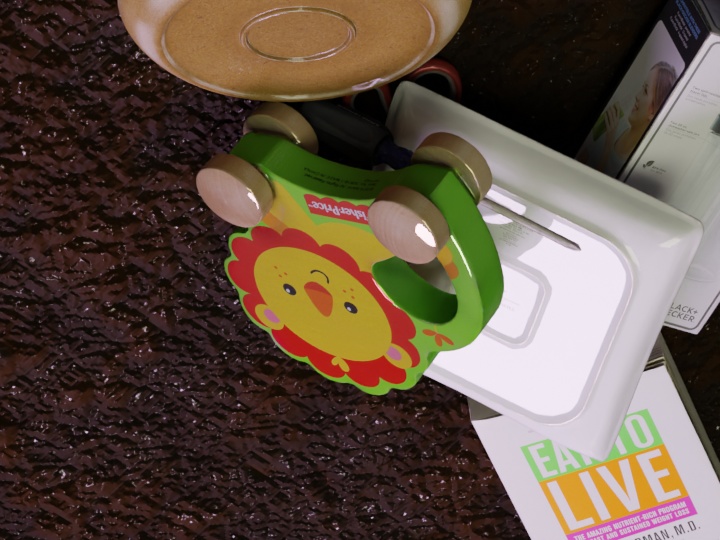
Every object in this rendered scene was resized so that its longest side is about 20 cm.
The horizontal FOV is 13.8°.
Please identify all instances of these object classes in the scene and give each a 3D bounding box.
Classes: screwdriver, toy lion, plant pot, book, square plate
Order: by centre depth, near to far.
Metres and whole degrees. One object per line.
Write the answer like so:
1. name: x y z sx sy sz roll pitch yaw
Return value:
1. plant pot: -0.035 -0.140 1.654 0.199 0.028 0.200 -3 158 -1
2. screwdriver: 0.043 -0.055 1.709 0.028 0.200 0.029 -57 148 -9
3. toy lion: 0.000 0.000 1.746 0.199 0.069 0.192 12 139 36
4. square plate: 0.083 0.008 1.776 0.199 0.028 0.199 26 130 9
5. book: 0.165 0.135 1.946 0.133 0.048 0.200 -20 129 11

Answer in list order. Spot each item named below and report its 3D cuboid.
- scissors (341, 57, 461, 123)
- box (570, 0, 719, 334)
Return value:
1. scissors: 0.053 -0.051 1.807 0.073 0.014 0.200 -24 127 6
2. box: 0.198 -0.066 1.782 0.116 0.060 0.200 14 123 -26
